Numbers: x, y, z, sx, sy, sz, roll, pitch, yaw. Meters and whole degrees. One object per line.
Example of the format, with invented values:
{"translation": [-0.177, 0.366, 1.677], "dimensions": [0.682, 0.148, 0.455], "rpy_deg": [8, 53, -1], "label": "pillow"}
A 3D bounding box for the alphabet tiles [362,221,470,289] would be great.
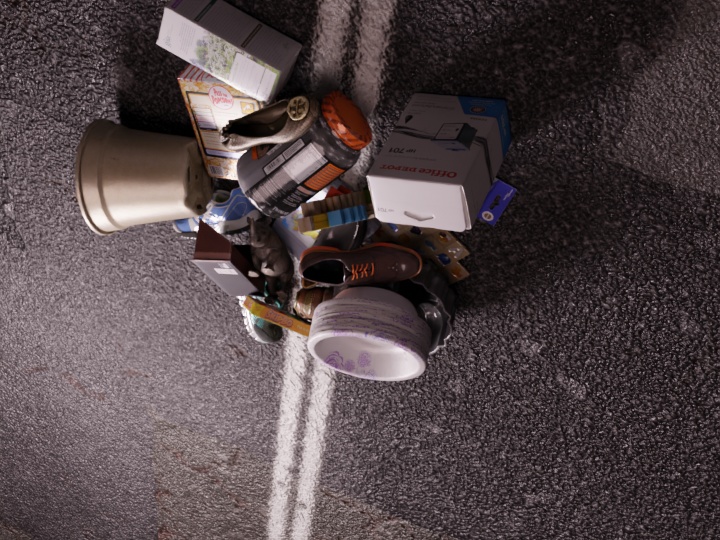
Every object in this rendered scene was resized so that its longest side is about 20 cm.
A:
{"translation": [0.088, -0.027, 1.817], "dimensions": [0.166, 0.006, 0.200], "rpy_deg": [44, 138, -15], "label": "alphabet tiles"}

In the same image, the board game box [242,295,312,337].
{"translation": [-0.110, 0.098, 1.908], "dimensions": [0.200, 0.030, 0.096], "rpy_deg": [27, 179, -17], "label": "board game box"}

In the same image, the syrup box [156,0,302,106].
{"translation": [-0.199, -0.341, 1.606], "dimensions": [0.200, 0.082, 0.079], "rpy_deg": [30, 140, 1], "label": "syrup box"}

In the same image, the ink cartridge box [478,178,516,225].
{"translation": [0.134, -0.137, 1.658], "dimensions": [0.200, 0.037, 0.095], "rpy_deg": [27, 140, 0], "label": "ink cartridge box"}

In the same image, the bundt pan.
{"translation": [0.076, 0.050, 1.837], "dimensions": [0.201, 0.076, 0.202], "rpy_deg": [16, 138, 15], "label": "bundt pan"}

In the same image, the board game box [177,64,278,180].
{"translation": [-0.200, -0.235, 1.741], "dimensions": [0.151, 0.046, 0.200], "rpy_deg": [10, 136, 21], "label": "board game box"}

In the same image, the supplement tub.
{"translation": [-0.086, -0.180, 1.647], "dimensions": [0.200, 0.123, 0.123], "rpy_deg": [-35, 111, 25], "label": "supplement tub"}

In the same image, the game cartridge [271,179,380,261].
{"translation": [-0.069, -0.078, 1.832], "dimensions": [0.133, 0.040, 0.200], "rpy_deg": [45, 138, -8], "label": "game cartridge"}

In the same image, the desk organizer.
{"translation": [-0.223, -0.020, 1.860], "dimensions": [0.071, 0.077, 0.200], "rpy_deg": [2, 162, 13], "label": "desk organizer"}

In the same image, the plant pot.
{"translation": [-0.356, -0.158, 1.819], "dimensions": [0.183, 0.201, 0.201], "rpy_deg": [2, 133, 14], "label": "plant pot"}

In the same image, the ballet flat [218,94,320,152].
{"translation": [-0.142, -0.222, 1.596], "dimensions": [0.200, 0.068, 0.046], "rpy_deg": [-10, 154, 40], "label": "ballet flat"}

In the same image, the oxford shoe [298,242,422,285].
{"translation": [0.000, 0.000, 1.710], "dimensions": [0.199, 0.073, 0.071], "rpy_deg": [-3, 109, 4], "label": "oxford shoe"}

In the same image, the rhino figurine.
{"translation": [-0.162, -0.029, 1.843], "dimensions": [0.060, 0.088, 0.200], "rpy_deg": [1, 146, 16], "label": "rhino figurine"}

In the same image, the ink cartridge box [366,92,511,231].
{"translation": [0.115, -0.158, 1.518], "dimensions": [0.146, 0.200, 0.086], "rpy_deg": [8, 135, 23], "label": "ink cartridge box"}

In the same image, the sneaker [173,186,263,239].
{"translation": [-0.259, -0.103, 1.906], "dimensions": [0.199, 0.076, 0.077], "rpy_deg": [-9, 105, 35], "label": "sneaker"}

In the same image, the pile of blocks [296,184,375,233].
{"translation": [-0.007, -0.107, 1.660], "dimensions": [0.082, 0.199, 0.062], "rpy_deg": [-9, 95, 63], "label": "pile of blocks"}

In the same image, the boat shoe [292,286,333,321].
{"translation": [-0.085, 0.055, 1.899], "dimensions": [0.068, 0.072, 0.200], "rpy_deg": [10, 171, -2], "label": "boat shoe"}

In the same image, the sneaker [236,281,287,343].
{"translation": [-0.176, 0.063, 2.015], "dimensions": [0.091, 0.078, 0.200], "rpy_deg": [1, 133, 24], "label": "sneaker"}

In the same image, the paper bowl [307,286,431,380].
{"translation": [0.018, 0.099, 1.758], "dimensions": [0.200, 0.105, 0.201], "rpy_deg": [9, 153, 4], "label": "paper bowl"}

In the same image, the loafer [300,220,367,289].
{"translation": [-0.045, -0.038, 1.774], "dimensions": [0.073, 0.072, 0.200], "rpy_deg": [31, 138, 4], "label": "loafer"}
